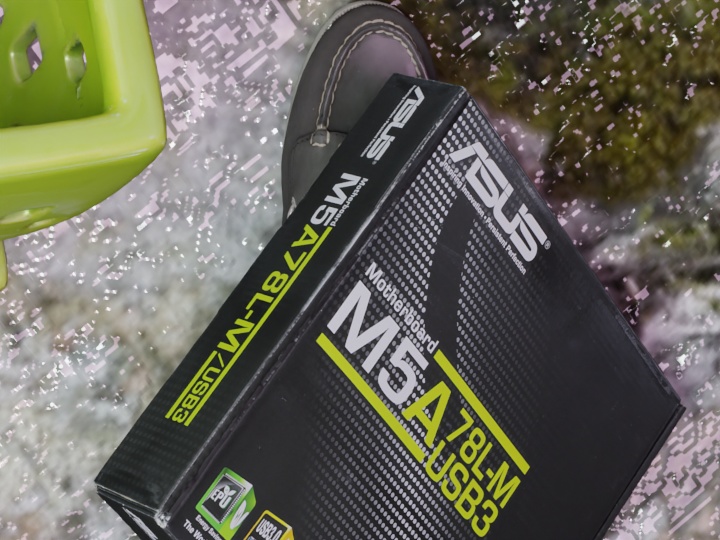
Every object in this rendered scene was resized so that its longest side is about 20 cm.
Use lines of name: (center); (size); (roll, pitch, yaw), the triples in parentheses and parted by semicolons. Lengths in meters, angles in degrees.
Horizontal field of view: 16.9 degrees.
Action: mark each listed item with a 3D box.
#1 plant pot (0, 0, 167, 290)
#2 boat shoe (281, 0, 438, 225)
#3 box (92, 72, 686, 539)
plant pot: (-0.192, -0.083, 0.747); (0.199, 0.181, 0.200); (-8, 74, -24)
boat shoe: (0.000, 0.000, 0.927); (0.066, 0.057, 0.202); (6, 101, -20)
box: (0.020, 0.064, 0.901); (0.194, 0.047, 0.200); (-52, 130, -17)
